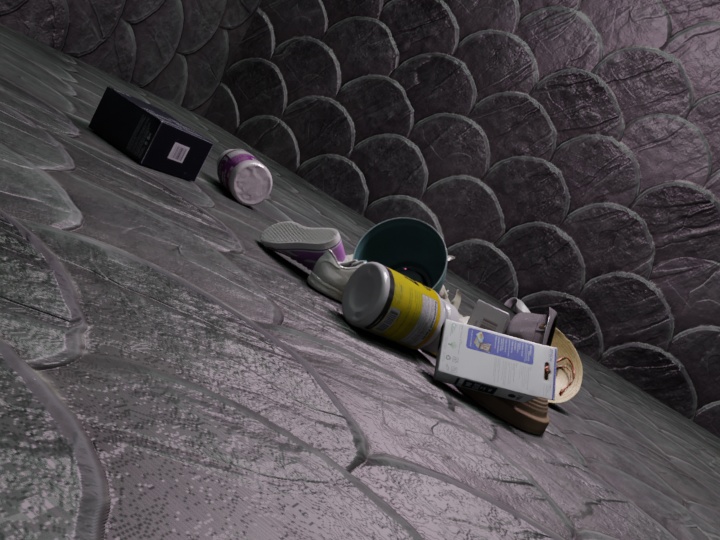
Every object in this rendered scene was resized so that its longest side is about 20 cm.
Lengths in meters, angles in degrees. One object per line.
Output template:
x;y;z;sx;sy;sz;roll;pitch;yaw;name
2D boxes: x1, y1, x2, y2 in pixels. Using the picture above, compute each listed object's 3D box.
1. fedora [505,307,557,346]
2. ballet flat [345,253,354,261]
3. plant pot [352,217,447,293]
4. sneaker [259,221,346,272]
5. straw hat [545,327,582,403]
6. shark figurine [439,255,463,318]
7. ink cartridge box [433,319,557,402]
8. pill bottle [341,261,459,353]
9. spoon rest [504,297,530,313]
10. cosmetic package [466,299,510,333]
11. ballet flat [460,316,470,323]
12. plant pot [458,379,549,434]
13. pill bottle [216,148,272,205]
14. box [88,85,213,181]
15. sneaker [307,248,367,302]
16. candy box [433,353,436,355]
0.339;0.161;1.527;0.089;0.202;0.178;14;-34;18;fedora
0.000;0.000;1.662;0.198;0.066;0.070;26;8;-28;ballet flat
0.091;0.010;1.574;0.199;0.201;0.135;33;-18;26;plant pot
-0.111;-0.027;1.468;0.198;0.073;0.116;13;-44;37;sneaker
0.383;0.213;1.648;0.199;0.203;0.085;29;-31;-8;straw hat
0.191;0.068;1.840;0.089;0.218;0.127;-14;8;43;shark figurine
0.223;0.153;1.228;0.196;0.101;0.039;15;-33;1;ink cartridge box
0.074;0.071;1.303;0.198;0.116;0.114;25;9;-36;pill bottle
0.718;0.170;3.354;0.098;0.061;0.200;26;8;-25;spoon rest
0.259;0.132;1.543;0.073;0.103;0.200;26;-5;14;cosmetic package
0.268;0.143;1.767;0.198;0.070;0.069;25;9;-36;ballet flat
0.258;0.191;1.313;0.198;0.094;0.201;29;9;-5;plant pot
-0.306;-0.247;1.917;0.111;0.114;0.200;25;9;-32;pill bottle
-0.469;-0.305;1.687;0.181;0.105;0.199;34;8;22;box
0.001;0.026;1.408;0.198;0.090;0.075;26;7;-30;sneaker
0.198;0.172;1.457;0.198;0.027;0.102;29;9;-15;candy box
